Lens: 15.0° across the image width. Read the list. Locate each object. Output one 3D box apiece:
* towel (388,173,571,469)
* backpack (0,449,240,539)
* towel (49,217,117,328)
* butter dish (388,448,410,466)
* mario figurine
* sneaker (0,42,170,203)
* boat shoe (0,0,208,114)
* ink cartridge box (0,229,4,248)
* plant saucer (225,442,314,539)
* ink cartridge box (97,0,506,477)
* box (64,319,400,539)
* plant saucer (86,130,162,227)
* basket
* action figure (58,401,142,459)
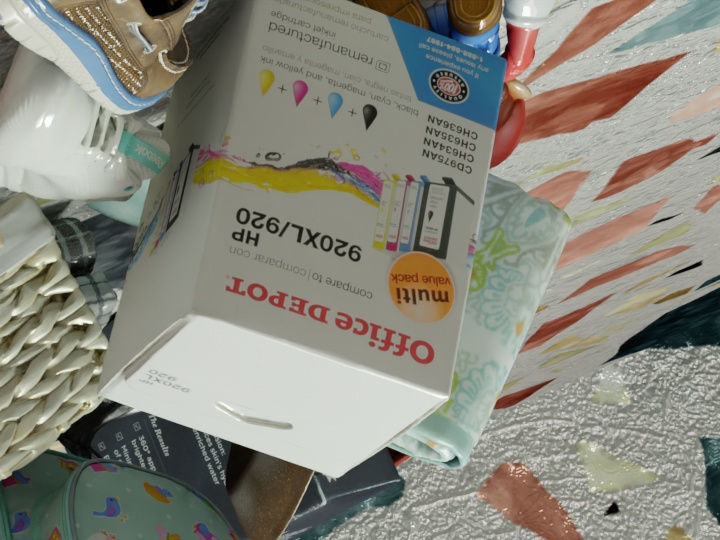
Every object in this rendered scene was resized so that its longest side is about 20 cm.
[{"bbox_3d":[0.000,0.000,1.542,0.048,0.200,0.172,109,6,-67],"label":"towel"},{"bbox_3d":[-0.152,0.191,1.556,0.176,0.200,0.153,18,118,-41],"label":"backpack"},{"bbox_3d":[-0.259,0.045,1.702,0.165,0.086,0.200,-19,167,-31],"label":"towel"},{"bbox_3d":[0.020,0.046,2.162,0.199,0.148,0.200,-42,-160,58],"label":"butter dish"},{"bbox_3d":[0.043,-0.132,1.556,0.123,0.106,0.200,19,165,12],"label":"mario figurine"},{"bbox_3d":[-0.135,-0.070,1.342,0.088,0.075,0.200,21,172,-3],"label":"sneaker"},{"bbox_3d":[-0.106,-0.122,1.232,0.072,0.072,0.200,-27,169,11],"label":"boat shoe"},{"bbox_3d":[-0.290,-0.019,1.339,0.164,0.075,0.200,-25,168,12],"label":"ink cartridge box"},{"bbox_3d":[-0.042,0.074,1.692,0.037,0.201,0.200,21,158,-8],"label":"plant saucer"},{"bbox_3d":[-0.029,-0.020,1.428,0.147,0.201,0.145,19,154,-17],"label":"ink cartridge box"},{"bbox_3d":[-0.108,0.115,2.041,0.200,0.197,0.117,-30,168,30],"label":"box"},{"bbox_3d":[-0.070,-0.064,1.679,0.200,0.039,0.201,-22,169,-5],"label":"plant saucer"},{"bbox_3d":[-0.245,0.066,1.512,0.200,0.124,0.135,-40,-166,-28],"label":"basket"},{"bbox_3d":[-0.098,0.045,1.676,0.200,0.102,0.119,-44,179,-2],"label":"action figure"}]
